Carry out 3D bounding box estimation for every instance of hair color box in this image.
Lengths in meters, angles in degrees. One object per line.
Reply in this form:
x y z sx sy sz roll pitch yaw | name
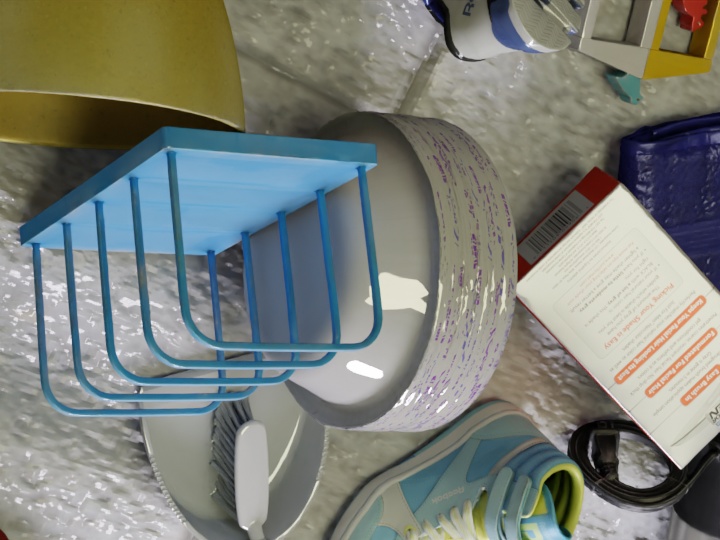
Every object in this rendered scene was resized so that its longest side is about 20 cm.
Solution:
0.203 0.035 1.359 0.111 0.064 0.200 -43 108 3 | hair color box

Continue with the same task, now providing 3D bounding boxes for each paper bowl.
0.000 0.000 1.171 0.104 0.200 0.202 4 105 -33 | paper bowl

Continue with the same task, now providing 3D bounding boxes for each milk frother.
0.256 0.212 1.477 0.198 0.181 0.190 9 106 9 | milk frother

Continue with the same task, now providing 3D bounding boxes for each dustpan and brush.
-0.076 0.163 1.270 0.139 0.057 0.202 -14 115 -28 | dustpan and brush

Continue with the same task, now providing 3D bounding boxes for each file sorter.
-0.094 0.008 1.093 0.138 0.200 0.124 2 74 -33 | file sorter

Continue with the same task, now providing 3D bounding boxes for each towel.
0.253 -0.020 1.428 0.147 0.050 0.202 -9 113 -23 | towel

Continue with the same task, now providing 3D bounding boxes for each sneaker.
0.100 -0.209 1.235 0.081 0.115 0.200 48 49 -26 | sneaker
0.074 0.184 1.332 0.200 0.130 0.080 -41 126 -13 | sneaker

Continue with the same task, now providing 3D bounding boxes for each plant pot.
-0.159 -0.151 1.037 0.199 0.199 0.143 6 84 -34 | plant pot

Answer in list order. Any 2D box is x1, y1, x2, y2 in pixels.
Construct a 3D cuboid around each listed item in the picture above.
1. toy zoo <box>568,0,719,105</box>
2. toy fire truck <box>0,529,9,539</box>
0.217 -0.219 1.342 0.130 0.020 0.202 3 106 -34 | toy zoo
-0.271 0.260 1.161 0.167 0.112 0.201 -28 122 1 | toy fire truck
